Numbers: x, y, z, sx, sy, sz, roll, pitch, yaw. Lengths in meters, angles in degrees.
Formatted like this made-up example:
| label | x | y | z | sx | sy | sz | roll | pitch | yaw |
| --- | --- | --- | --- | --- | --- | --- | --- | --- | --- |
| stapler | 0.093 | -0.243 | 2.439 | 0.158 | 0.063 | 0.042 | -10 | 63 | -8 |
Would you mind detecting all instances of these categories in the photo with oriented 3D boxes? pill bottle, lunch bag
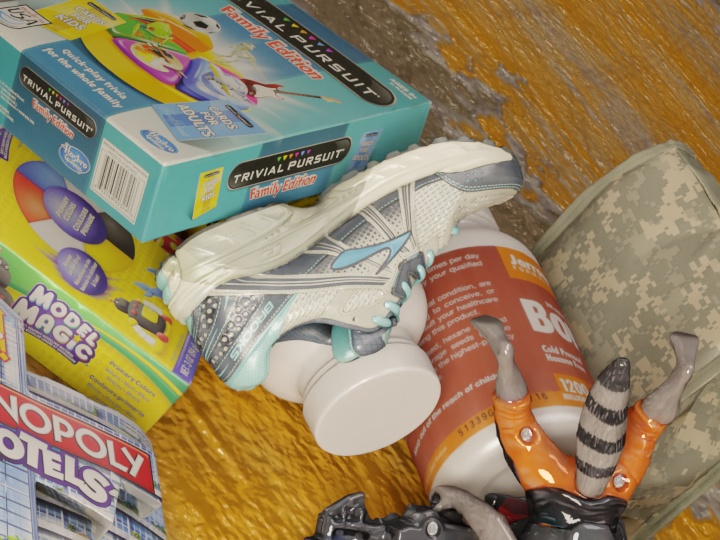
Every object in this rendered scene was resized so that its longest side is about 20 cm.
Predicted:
| label | x | y | z | sx | sy | sz | roll | pitch | yaw |
| --- | --- | --- | --- | --- | --- | --- | --- | --- | --- |
| pill bottle | 0.066 | 0.049 | 1.230 | 0.112 | 0.112 | 0.201 | 21 | 35 | -39 |
| pill bottle | -0.029 | 0.000 | 1.174 | 0.104 | 0.104 | 0.201 | 14 | 38 | -46 |
| lunch bag | 0.172 | 0.043 | 1.293 | 0.117 | 0.200 | 0.165 | 19 | 35 | -41 |

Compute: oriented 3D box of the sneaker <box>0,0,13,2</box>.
| label | x | y | z | sx | sy | sz | roll | pitch | yaw |
| --- | --- | --- | --- | --- | --- | --- | --- | --- | --- |
| sneaker | -0.261 | -0.206 | 1.198 | 0.199 | 0.079 | 0.095 | 34 | 6 | -22 |

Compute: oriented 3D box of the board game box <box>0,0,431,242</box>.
| label | x | y | z | sx | sy | sz | roll | pitch | yaw |
| --- | --- | --- | --- | --- | --- | --- | --- | --- | --- |
| board game box | -0.084 | -0.092 | 1.100 | 0.151 | 0.047 | 0.199 | 38 | 34 | 28 |

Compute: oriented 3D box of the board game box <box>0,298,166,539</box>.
| label | x | y | z | sx | sy | sz | roll | pitch | yaw |
| --- | --- | --- | --- | --- | --- | --- | --- | --- | --- |
| board game box | -0.160 | 0.080 | 0.916 | 0.199 | 0.062 | 0.201 | 27 | 32 | -32 |

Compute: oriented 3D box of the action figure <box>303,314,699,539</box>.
| label | x | y | z | sx | sy | sz | roll | pitch | yaw |
| --- | --- | --- | --- | --- | --- | --- | --- | --- | --- |
| action figure | 0.080 | 0.124 | 1.086 | 0.199 | 0.195 | 0.105 | 2 | 12 | -23 |

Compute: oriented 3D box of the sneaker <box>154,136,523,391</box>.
| label | x | y | z | sx | sy | sz | roll | pitch | yaw |
| --- | --- | --- | --- | --- | --- | --- | --- | --- | --- |
| sneaker | 0.000 | 0.000 | 1.081 | 0.199 | 0.078 | 0.087 | -24 | 80 | -17 |

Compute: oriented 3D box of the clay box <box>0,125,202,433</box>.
| label | x | y | z | sx | sy | sz | roll | pitch | yaw |
| --- | --- | --- | --- | --- | --- | --- | --- | --- | --- |
| clay box | -0.164 | -0.017 | 1.069 | 0.200 | 0.048 | 0.115 | 39 | 26 | -14 |
